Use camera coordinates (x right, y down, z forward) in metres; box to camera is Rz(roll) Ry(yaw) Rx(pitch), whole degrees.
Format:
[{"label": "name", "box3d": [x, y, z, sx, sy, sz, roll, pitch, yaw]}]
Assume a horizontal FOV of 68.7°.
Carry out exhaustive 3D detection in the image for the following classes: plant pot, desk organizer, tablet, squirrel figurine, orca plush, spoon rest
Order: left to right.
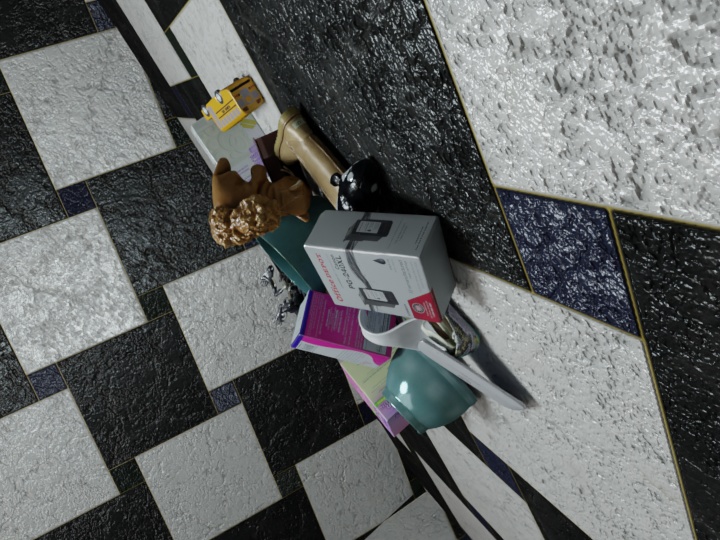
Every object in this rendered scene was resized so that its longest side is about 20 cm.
[{"label": "squirrel figurine", "box3d": [-0.190, -0.120, 1.022, 0.202, 0.181, 0.144, -86, -4, -51]}, {"label": "desk organizer", "box3d": [-0.161, -0.209, 1.158, 0.202, 0.076, 0.073, 73, 172, -55]}, {"label": "plant pot", "box3d": [-0.110, -0.064, 1.155, 0.200, 0.161, 0.201, 42, 167, 12]}, {"label": "orca plush", "box3d": [-0.026, -0.097, 0.869, 0.105, 0.072, 0.199, 38, 146, -13]}, {"label": "spoon rest", "box3d": [0.083, 0.115, 0.995, 0.195, 0.061, 0.101, 5, 136, 25]}, {"label": "plant pot", "box3d": [0.128, 0.251, 1.107, 0.200, 0.134, 0.200, 44, 173, 7]}, {"label": "tablet", "box3d": [0.184, 0.181, 0.907, 0.198, 0.014, 0.130, 33, 171, 11]}]

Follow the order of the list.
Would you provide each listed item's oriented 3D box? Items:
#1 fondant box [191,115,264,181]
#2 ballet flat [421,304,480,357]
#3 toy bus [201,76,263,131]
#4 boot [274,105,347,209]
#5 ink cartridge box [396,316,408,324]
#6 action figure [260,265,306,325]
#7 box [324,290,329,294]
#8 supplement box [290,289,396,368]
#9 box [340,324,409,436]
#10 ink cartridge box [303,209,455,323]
[{"label": "fondant box", "box3d": [-0.307, -0.308, 1.318, 0.202, 0.143, 0.058, 56, 165, -10]}, {"label": "ballet flat", "box3d": [0.118, 0.066, 0.896, 0.201, 0.071, 0.072, 50, 167, 20]}, {"label": "toy bus", "box3d": [-0.294, -0.373, 1.190, 0.079, 0.065, 0.198, 56, 153, -18]}, {"label": "boot", "box3d": [-0.081, -0.185, 0.994, 0.201, 0.066, 0.175, 51, 168, 7]}, {"label": "ink cartridge box", "box3d": [0.088, 0.056, 1.052, 0.119, 0.042, 0.203, 36, 156, 54]}, {"label": "action figure", "box3d": [-0.160, 0.073, 1.264, 0.200, 0.117, 0.104, 48, 138, 38]}, {"label": "box", "box3d": [-0.041, 0.055, 1.273, 0.198, 0.099, 0.077, 14, 127, 50]}, {"label": "supplement box", "box3d": [-0.035, 0.127, 1.108, 0.195, 0.106, 0.101, 17, 155, -11]}, {"label": "box", "box3d": [0.080, 0.260, 1.289, 0.200, 0.175, 0.098, 42, 163, 39]}, {"label": "ink cartridge box", "box3d": [0.031, -0.009, 0.800, 0.196, 0.084, 0.147, 7, 141, 31]}]
